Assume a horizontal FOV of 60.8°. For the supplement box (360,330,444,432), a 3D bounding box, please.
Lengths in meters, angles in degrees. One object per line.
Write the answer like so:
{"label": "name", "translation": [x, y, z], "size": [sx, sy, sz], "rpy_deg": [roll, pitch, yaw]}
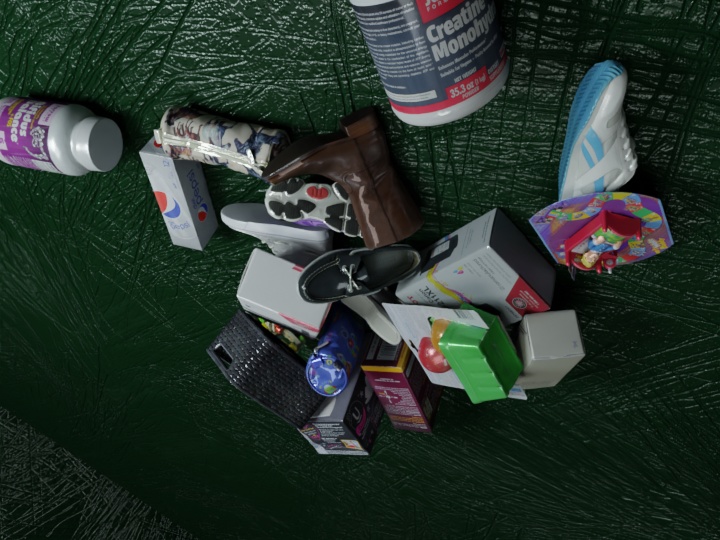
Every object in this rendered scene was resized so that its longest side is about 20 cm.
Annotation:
{"label": "supplement box", "translation": [0.084, 0.200, 1.158], "size": [0.084, 0.112, 0.202], "rpy_deg": [-1, 134, 28]}

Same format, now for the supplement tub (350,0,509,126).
{"label": "supplement tub", "translation": [0.066, -0.269, 0.632], "size": [0.137, 0.142, 0.202], "rpy_deg": [-4, 133, 30]}

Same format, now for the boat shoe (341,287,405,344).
{"label": "boat shoe", "translation": [0.012, 0.036, 1.052], "size": [0.199, 0.060, 0.074], "rpy_deg": [43, 143, 11]}

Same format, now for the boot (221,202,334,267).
{"label": "boot", "translation": [-0.140, -0.047, 1.022], "size": [0.195, 0.074, 0.098], "rpy_deg": [13, 124, 13]}

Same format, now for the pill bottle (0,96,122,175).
{"label": "pill bottle", "translation": [-0.494, -0.217, 1.001], "size": [0.195, 0.114, 0.114], "rpy_deg": [10, 139, 16]}

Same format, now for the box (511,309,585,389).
{"label": "box", "translation": [0.279, 0.128, 0.949], "size": [0.080, 0.070, 0.201], "rpy_deg": [-5, 157, 1]}

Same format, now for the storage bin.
{"label": "storage bin", "translation": [-0.157, 0.174, 1.075], "size": [0.134, 0.094, 0.200], "rpy_deg": [33, 171, 49]}

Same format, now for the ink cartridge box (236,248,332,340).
{"label": "ink cartridge box", "translation": [-0.121, 0.046, 1.020], "size": [0.142, 0.087, 0.200], "rpy_deg": [22, 169, -2]}

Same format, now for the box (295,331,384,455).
{"label": "box", "translation": [-0.029, 0.234, 1.182], "size": [0.129, 0.203, 0.116], "rpy_deg": [-9, 130, 33]}

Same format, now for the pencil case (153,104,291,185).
{"label": "pencil case", "translation": [-0.199, -0.185, 0.902], "size": [0.195, 0.089, 0.080], "rpy_deg": [16, 110, 12]}

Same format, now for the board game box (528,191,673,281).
{"label": "board game box", "translation": [0.312, -0.031, 0.788], "size": [0.155, 0.040, 0.199], "rpy_deg": [-8, 152, 32]}

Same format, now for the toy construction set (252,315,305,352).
{"label": "toy construction set", "translation": [-0.152, 0.108, 1.195], "size": [0.131, 0.091, 0.202], "rpy_deg": [42, 136, 18]}

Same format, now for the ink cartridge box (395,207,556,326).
{"label": "ink cartridge box", "translation": [0.172, 0.018, 0.936], "size": [0.145, 0.084, 0.198], "rpy_deg": [40, 138, -19]}

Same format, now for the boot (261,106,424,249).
{"label": "boot", "translation": [-0.019, -0.098, 0.865], "size": [0.183, 0.065, 0.203], "rpy_deg": [-24, 121, 5]}

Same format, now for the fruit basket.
{"label": "fruit basket", "translation": [0.143, 0.118, 0.942], "size": [0.198, 0.094, 0.187], "rpy_deg": [6, 136, 55]}

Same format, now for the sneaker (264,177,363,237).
{"label": "sneaker", "translation": [-0.048, -0.098, 0.948], "size": [0.194, 0.083, 0.083], "rpy_deg": [13, 177, 2]}

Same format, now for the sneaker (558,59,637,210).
{"label": "sneaker", "translation": [0.282, -0.151, 0.710], "size": [0.078, 0.078, 0.202], "rpy_deg": [6, 145, 11]}

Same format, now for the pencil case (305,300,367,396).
{"label": "pencil case", "translation": [-0.040, 0.126, 1.076], "size": [0.076, 0.201, 0.088], "rpy_deg": [-20, 115, 23]}

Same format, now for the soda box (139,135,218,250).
{"label": "soda box", "translation": [-0.299, -0.131, 1.029], "size": [0.062, 0.069, 0.203], "rpy_deg": [12, 139, 14]}

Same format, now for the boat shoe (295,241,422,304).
{"label": "boat shoe", "translation": [0.000, 0.000, 0.914], "size": [0.060, 0.196, 0.077], "rpy_deg": [15, 126, 66]}
